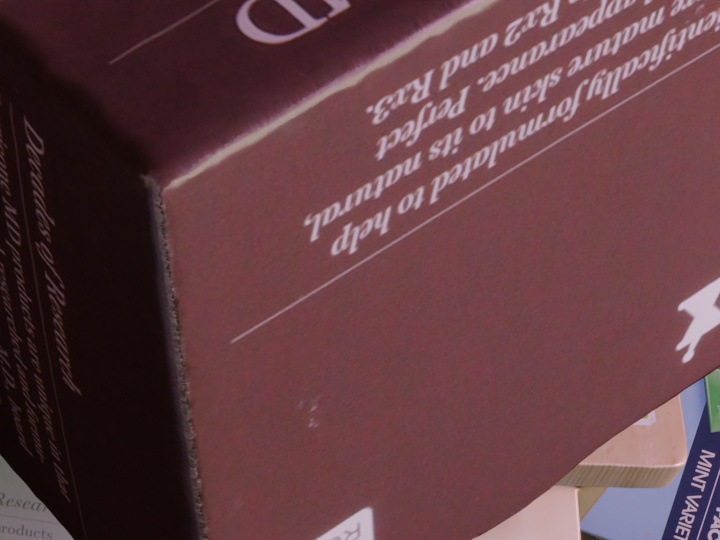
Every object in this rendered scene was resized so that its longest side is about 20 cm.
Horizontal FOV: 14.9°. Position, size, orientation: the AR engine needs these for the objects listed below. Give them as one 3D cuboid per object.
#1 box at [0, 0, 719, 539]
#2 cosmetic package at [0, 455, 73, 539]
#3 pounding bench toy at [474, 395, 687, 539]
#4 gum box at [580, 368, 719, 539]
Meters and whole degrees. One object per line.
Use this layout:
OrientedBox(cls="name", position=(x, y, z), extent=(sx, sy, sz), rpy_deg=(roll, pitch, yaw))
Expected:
OrientedBox(cls="box", position=(-0.030, -0.054, 0.623), extent=(0.166, 0.200, 0.165), rpy_deg=(-31, 143, -24))
OrientedBox(cls="cosmetic package", position=(-0.101, 0.075, 0.773), extent=(0.102, 0.074, 0.201), rpy_deg=(-92, -171, -67))
OrientedBox(cls="pounding bench toy", position=(0.000, 0.000, 0.819), extent=(0.156, 0.124, 0.201), rpy_deg=(117, -28, -57))
OrientedBox(cls="gum box", position=(0.076, 0.006, 1.054), extent=(0.045, 0.199, 0.171), rpy_deg=(19, 89, -73))
